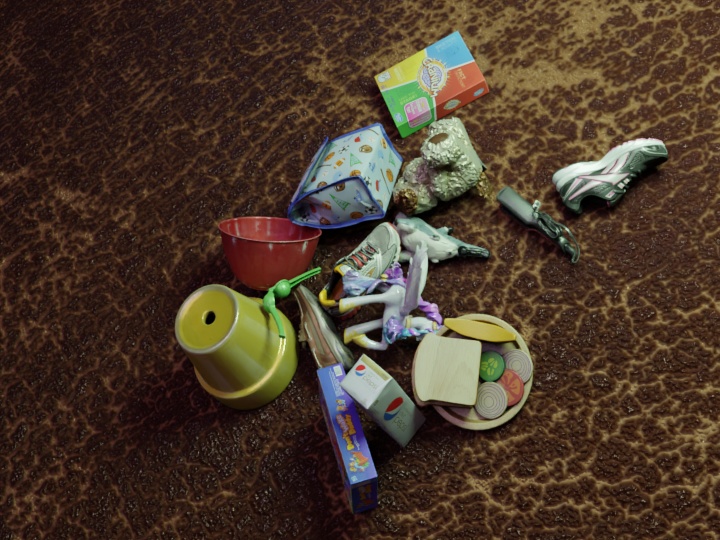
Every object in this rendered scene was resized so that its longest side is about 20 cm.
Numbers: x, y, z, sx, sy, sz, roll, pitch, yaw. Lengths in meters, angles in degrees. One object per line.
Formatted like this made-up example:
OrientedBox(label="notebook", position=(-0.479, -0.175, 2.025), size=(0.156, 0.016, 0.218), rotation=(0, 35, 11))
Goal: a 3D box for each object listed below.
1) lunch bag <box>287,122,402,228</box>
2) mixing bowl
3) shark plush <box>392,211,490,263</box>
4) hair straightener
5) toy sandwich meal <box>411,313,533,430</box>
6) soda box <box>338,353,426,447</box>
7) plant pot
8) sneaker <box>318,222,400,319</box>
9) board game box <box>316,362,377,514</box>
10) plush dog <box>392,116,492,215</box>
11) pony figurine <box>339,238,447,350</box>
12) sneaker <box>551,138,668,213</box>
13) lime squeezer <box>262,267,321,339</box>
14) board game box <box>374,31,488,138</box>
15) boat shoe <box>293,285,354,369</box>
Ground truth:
OrientedBox(label="lunch bag", position=(-0.040, -0.174, 1.610), size=(0.197, 0.125, 0.172), rotation=(-13, 37, 33))
OrientedBox(label="mixing bowl", position=(-0.173, -0.028, 1.590), size=(0.196, 0.199, 0.111), rotation=(12, 107, 27))
OrientedBox(label="shark plush", position=(0.142, -0.066, 1.534), size=(0.196, 0.092, 0.083), rotation=(7, 35, 32))
OrientedBox(label="hair straightener", position=(0.308, -0.083, 1.462), size=(0.041, 0.077, 0.201), rotation=(-38, 56, -3))
OrientedBox(label="toy sandwich meal", position=(0.180, 0.161, 1.363), size=(0.200, 0.070, 0.210), rotation=(-3, 79, 14))
OrientedBox(label="soda box", position=(0.039, 0.212, 1.345), size=(0.068, 0.200, 0.064), rotation=(35, 80, 33))
OrientedBox(label="plant pot", position=(-0.233, 0.124, 1.514), size=(0.196, 0.189, 0.205), rotation=(-10, 59, 17))
OrientedBox(label="sneaker", position=(0.000, 0.000, 1.522), size=(0.078, 0.082, 0.202), rotation=(39, 97, 33))
OrientedBox(label="board game box", position=(-0.022, 0.275, 1.374), size=(0.044, 0.136, 0.203), rotation=(-14, 56, -9))
OrientedBox(label="plush dog", position=(0.137, -0.170, 1.558), size=(0.170, 0.162, 0.201), rotation=(-29, 15, 20))
OrientedBox(label="pony figurine", position=(0.064, 0.050, 1.449), size=(0.195, 0.167, 0.198), rotation=(1, 100, 10))
OrientedBox(label="sneaker", position=(0.439, -0.155, 1.458), size=(0.197, 0.080, 0.088), rotation=(-22, 69, 20))
OrientedBox(label="lime squeezer", position=(-0.134, 0.044, 1.503), size=(0.069, 0.038, 0.201), rotation=(-1, 34, 20))
OrientedBox(label="board game box", position=(0.142, -0.380, 1.711), size=(0.197, 0.040, 0.155), rotation=(-27, 57, 8))
OrientedBox(label="boat shoe", position=(-0.083, 0.111, 1.528), size=(0.071, 0.076, 0.201), rotation=(-37, 51, 7))
